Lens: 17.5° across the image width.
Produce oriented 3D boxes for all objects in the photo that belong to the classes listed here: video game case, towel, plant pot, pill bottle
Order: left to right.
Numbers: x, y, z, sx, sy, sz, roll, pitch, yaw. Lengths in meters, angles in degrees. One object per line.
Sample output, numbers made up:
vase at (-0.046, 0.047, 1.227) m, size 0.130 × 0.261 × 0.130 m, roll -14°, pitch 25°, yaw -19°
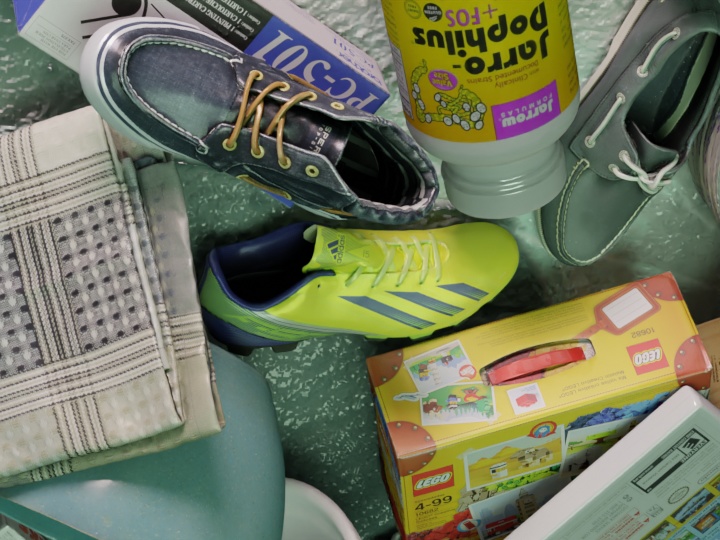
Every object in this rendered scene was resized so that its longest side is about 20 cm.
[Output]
towel at (-0.182, 0.018, 1.290) m, size 0.198 × 0.194 × 0.035 m, roll -15°, pitch 167°, yaw 11°
plant pot at (-0.123, 0.108, 1.385) m, size 0.199 × 0.200 × 0.136 m, roll 32°, pitch 76°, yaw -30°
pill bottle at (0.068, -0.131, 1.315) m, size 0.103 × 0.105 × 0.201 m, roll -16°, pitch 125°, yaw -4°
video game case at (0.176, 0.172, 1.475) m, size 0.200 × 0.023 × 0.182 m, roll -42°, pitch 138°, yaw 12°

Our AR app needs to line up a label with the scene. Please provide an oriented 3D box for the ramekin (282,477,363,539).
ramekin at (-0.059, 0.240, 1.467) m, size 0.200 × 0.201 × 0.098 m, roll -36°, pitch 139°, yaw 10°

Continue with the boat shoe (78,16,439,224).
boat shoe at (-0.050, -0.082, 1.257) m, size 0.199 × 0.091 × 0.071 m, roll 23°, pitch 83°, yaw -32°

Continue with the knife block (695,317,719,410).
knife block at (0.302, 0.048, 1.436) m, size 0.199 × 0.065 × 0.175 m, roll 11°, pitch 158°, yaw -43°

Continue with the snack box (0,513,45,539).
snack box at (-0.196, 0.236, 1.530) m, size 0.072 × 0.024 × 0.200 m, roll -36°, pitch 124°, yaw 8°

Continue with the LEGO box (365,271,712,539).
LEGO box at (0.111, 0.096, 1.461) m, size 0.198 × 0.078 × 0.149 m, roll -16°, pitch 146°, yaw -6°

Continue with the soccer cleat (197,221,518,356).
soccer cleat at (0.000, 0.001, 1.400) m, size 0.198 × 0.065 × 0.084 m, roll -11°, pitch 142°, yaw -5°

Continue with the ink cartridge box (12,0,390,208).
ink cartridge box at (-0.088, -0.125, 1.313) m, size 0.199 × 0.044 × 0.094 m, roll 32°, pitch 111°, yaw -30°

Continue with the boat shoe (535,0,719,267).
boat shoe at (0.163, -0.080, 1.399) m, size 0.072 × 0.062 × 0.201 m, roll 14°, pitch 118°, yaw -23°

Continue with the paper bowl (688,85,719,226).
paper bowl at (0.306, -0.075, 1.417) m, size 0.199 × 0.105 × 0.202 m, roll -7°, pitch 125°, yaw -10°

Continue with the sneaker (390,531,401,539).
sneaker at (0.089, 0.212, 1.553) m, size 0.198 × 0.089 × 0.081 m, roll -15°, pitch 126°, yaw -4°
